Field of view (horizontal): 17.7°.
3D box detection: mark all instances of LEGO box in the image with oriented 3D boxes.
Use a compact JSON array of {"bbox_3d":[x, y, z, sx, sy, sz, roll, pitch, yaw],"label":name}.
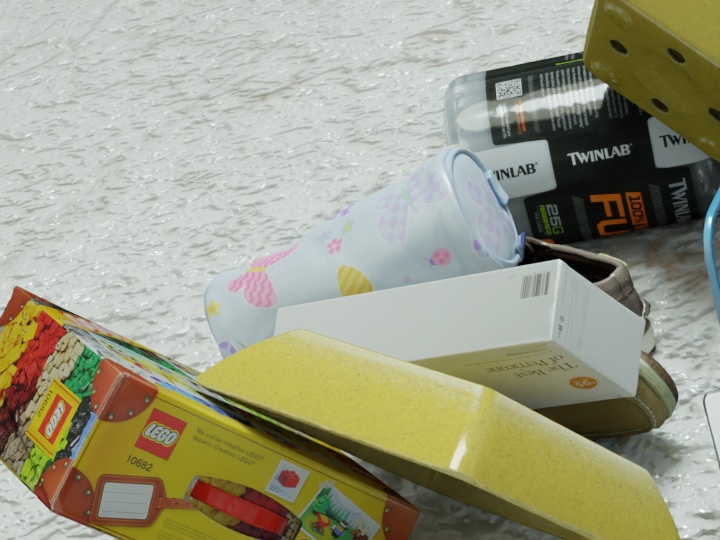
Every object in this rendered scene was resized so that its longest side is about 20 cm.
[{"bbox_3d":[-0.092,0.099,1.207,0.149,0.199,0.078,31,92,56],"label":"LEGO box"}]

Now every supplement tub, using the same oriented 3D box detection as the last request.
[{"bbox_3d":[0.161,-0.084,1.509,0.199,0.123,0.123,-11,26,10],"label":"supplement tub"}]

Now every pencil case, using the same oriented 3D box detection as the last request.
[{"bbox_3d":[0.000,0.000,1.414,0.199,0.083,0.091,-29,26,21],"label":"pencil case"}]

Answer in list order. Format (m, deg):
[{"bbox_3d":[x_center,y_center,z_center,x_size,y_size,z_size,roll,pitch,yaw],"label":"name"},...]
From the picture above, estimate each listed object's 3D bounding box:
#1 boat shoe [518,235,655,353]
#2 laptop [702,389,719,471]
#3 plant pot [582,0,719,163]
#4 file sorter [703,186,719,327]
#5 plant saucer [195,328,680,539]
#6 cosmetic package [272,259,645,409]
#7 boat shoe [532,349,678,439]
[{"bbox_3d":[0.099,0.007,1.434,0.072,0.060,0.199,-31,30,-28],"label":"boat shoe"},{"bbox_3d":[0.270,0.103,1.080,0.186,0.116,0.201,-13,60,4],"label":"laptop"},{"bbox_3d":[0.239,-0.182,1.382,0.195,0.194,0.200,35,74,11],"label":"plant pot"},{"bbox_3d":[0.301,-0.001,1.257,0.199,0.139,0.123,-1,33,27],"label":"file sorter"},{"bbox_3d":[0.049,0.086,1.167,0.199,0.199,0.049,16,82,45],"label":"plant saucer"},{"bbox_3d":[0.049,0.045,1.264,0.199,0.082,0.051,-11,62,40],"label":"cosmetic package"},{"bbox_3d":[0.088,0.077,1.313,0.199,0.072,0.076,2,45,47],"label":"boat shoe"}]
